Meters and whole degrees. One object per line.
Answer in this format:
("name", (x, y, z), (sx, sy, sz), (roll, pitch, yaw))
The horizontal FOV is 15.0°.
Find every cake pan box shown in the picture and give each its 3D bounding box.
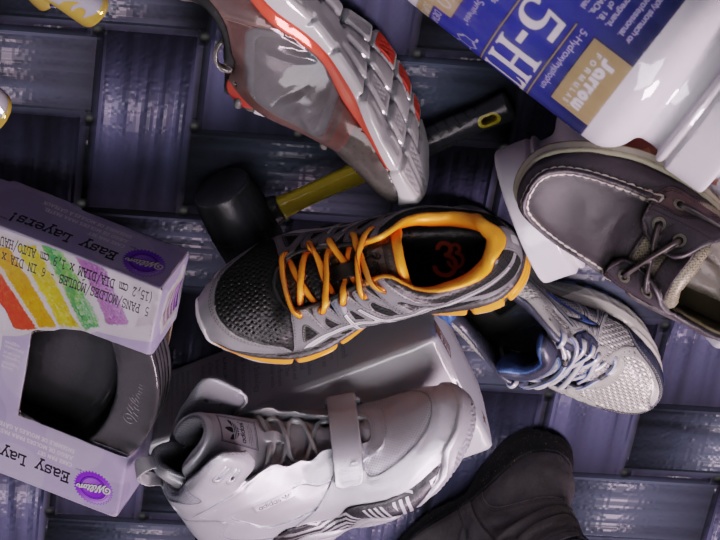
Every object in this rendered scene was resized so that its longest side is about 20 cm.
("cake pan box", (-0.207, 0.039, 1.644), (0.200, 0.052, 0.184), (21, 128, 8))

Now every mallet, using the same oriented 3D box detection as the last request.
("mallet", (-0.006, -0.066, 1.633), (0.200, 0.041, 0.066), (-30, 121, 12))

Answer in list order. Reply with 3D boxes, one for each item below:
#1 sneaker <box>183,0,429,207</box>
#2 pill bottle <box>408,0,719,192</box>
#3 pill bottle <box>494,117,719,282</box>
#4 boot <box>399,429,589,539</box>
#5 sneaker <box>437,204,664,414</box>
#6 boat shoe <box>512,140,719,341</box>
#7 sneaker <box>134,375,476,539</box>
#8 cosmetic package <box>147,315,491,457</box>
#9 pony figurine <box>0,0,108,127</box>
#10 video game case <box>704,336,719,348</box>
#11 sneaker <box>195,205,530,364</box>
("sneaker", (-0.034, -0.113, 1.576), (0.082, 0.077, 0.200), (-25, 113, 26))
("pill bottle", (0.134, -0.138, 1.489), (0.200, 0.120, 0.120), (38, 119, 3))
("pill bottle", (0.185, -0.066, 1.594), (0.200, 0.112, 0.112), (-21, 125, 11))
("boot", (0.077, 0.207, 1.779), (0.070, 0.132, 0.200), (22, 122, -20))
("sneaker", (0.111, 0.046, 1.690), (0.200, 0.085, 0.077), (32, 119, -25))
("boat shoe", (0.178, -0.008, 1.524), (0.200, 0.065, 0.072), (28, 117, -9))
("sneaker", (-0.035, 0.107, 1.633), (0.200, 0.075, 0.115), (-27, 137, 19))
("cosmetic package", (-0.029, 0.091, 1.723), (0.200, 0.074, 0.102), (-20, 125, 9))
("pony figurine", (-0.241, -0.171, 1.479), (0.200, 0.167, 0.193), (20, 132, -36))
("video game case", (0.315, -0.029, 1.615), (0.182, 0.022, 0.200), (-6, 145, -51))
("sneaker", (0.000, 0.000, 1.590), (0.200, 0.078, 0.077), (-15, 169, 0))
